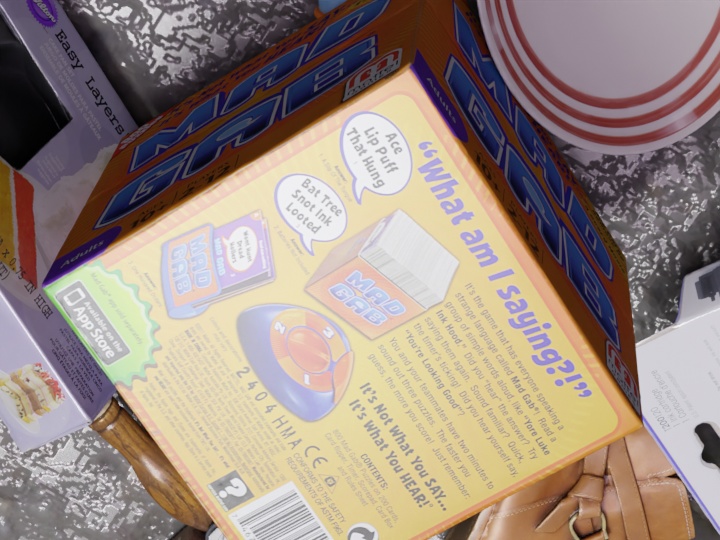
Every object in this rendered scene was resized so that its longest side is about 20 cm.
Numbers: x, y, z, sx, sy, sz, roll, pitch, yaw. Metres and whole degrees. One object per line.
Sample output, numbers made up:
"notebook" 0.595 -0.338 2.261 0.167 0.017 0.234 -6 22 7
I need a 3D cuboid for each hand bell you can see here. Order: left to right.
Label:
"hand bell" -0.139 0.084 1.146 0.104 0.104 0.200 -38 117 12

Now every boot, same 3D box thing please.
"boot" 0.114 0.159 1.171 0.154 0.077 0.201 -7 102 -1

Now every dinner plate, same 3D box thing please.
"dinner plate" 0.135 -0.160 1.040 0.199 0.024 0.201 -8 104 -31

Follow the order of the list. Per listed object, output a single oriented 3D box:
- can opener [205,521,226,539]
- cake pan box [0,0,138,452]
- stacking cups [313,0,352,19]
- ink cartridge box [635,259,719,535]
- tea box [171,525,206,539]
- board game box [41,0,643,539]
"can opener" -0.007 0.209 1.155 0.053 0.066 0.200 -42 95 11
"cake pan box" -0.170 -0.039 1.036 0.052 0.184 0.201 -24 106 26
"stacking cups" 0.003 -0.153 1.062 0.060 0.061 0.201 0 109 1
"ink cartridge box" 0.258 0.061 1.107 0.199 0.044 0.198 -25 125 17
"tea box" -0.095 0.295 1.179 0.200 0.134 0.197 42 104 -13
"board game box" 0.000 0.000 0.994 0.199 0.200 0.200 -29 108 16
